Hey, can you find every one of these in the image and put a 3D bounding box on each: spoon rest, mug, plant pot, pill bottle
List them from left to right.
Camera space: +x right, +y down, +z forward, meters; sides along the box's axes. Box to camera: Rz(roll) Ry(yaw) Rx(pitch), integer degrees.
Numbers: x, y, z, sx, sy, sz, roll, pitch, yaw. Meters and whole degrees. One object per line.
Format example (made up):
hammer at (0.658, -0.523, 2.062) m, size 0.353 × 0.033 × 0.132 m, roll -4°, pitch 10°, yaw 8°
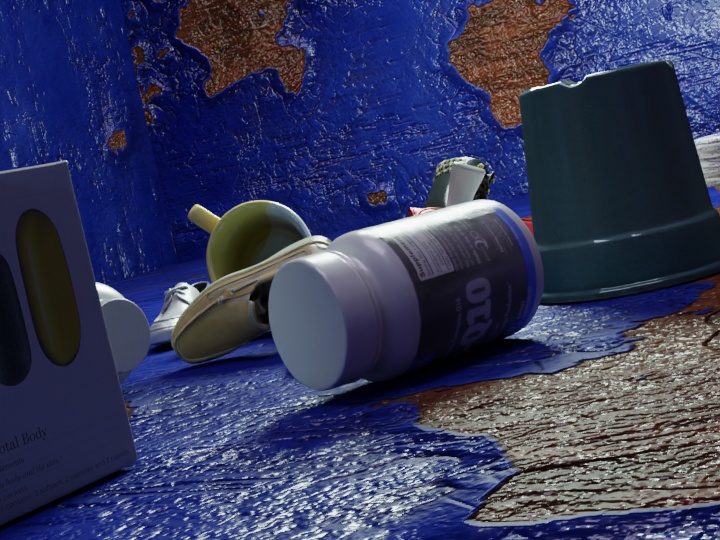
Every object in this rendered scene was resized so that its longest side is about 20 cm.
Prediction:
pill bottle at (-0.293, 0.071, 1.160) m, size 0.199 × 0.112 × 0.110 m, roll -8°, pitch 6°, yaw 45°
mug at (-0.135, -0.031, 1.638) m, size 0.148 × 0.188 × 0.153 m, roll -26°, pitch -5°, yaw 4°
pill bottle at (0.035, 0.018, 0.890) m, size 0.198 × 0.115 × 0.113 m, roll -16°, pitch 6°, yaw -38°
spoon rest at (0.111, -0.036, 1.292) m, size 0.098 × 0.061 × 0.201 m, roll 15°, pitch 41°, yaw -4°
plant pot at (0.241, -0.088, 1.116) m, size 0.198 × 0.199 × 0.200 m, roll -11°, pitch 4°, yaw 1°

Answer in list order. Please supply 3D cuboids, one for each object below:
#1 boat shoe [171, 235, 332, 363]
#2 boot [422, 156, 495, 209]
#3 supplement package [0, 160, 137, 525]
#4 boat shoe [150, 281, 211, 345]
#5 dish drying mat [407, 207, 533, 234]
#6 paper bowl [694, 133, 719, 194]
boat shoe at (-0.108, 0.036, 1.170) m, size 0.199 × 0.072 × 0.076 m, roll -35°, pitch 19°, yaw 10°
boot at (0.149, -0.079, 1.502) m, size 0.202 × 0.074 × 0.155 m, roll -4°, pitch 50°, yaw 41°
supplement package at (-0.263, 0.051, 0.738) m, size 0.149 × 0.203 × 0.151 m, roll -9°, pitch 6°, yaw 35°
boat shoe at (-0.224, 0.050, 1.495) m, size 0.071 × 0.069 × 0.200 m, roll -11°, pitch 5°, yaw 16°
dish drying mat at (0.150, -0.033, 1.242) m, size 0.197 × 0.018 × 0.077 m, roll 6°, pitch 42°, yaw -14°
paper bowl at (0.540, -0.139, 1.520) m, size 0.198 × 0.106 × 0.201 m, roll -13°, pitch 4°, yaw 1°
